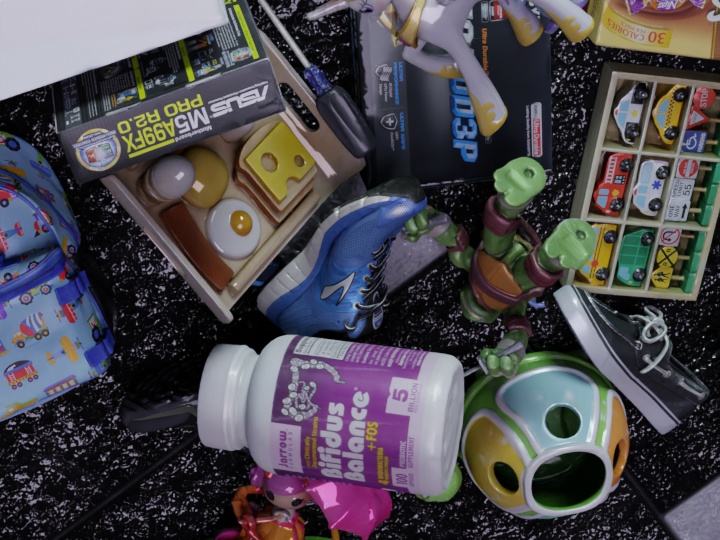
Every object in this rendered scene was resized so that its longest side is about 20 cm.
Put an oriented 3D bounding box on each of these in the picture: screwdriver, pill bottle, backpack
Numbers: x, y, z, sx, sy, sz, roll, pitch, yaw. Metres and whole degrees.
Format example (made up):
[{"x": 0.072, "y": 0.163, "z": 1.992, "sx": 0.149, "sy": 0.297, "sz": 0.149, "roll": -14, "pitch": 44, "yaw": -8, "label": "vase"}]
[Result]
[{"x": -0.052, "y": -0.171, "z": 1.468, "sx": 0.028, "sy": 0.029, "sz": 0.200, "roll": -25, "pitch": 109, "yaw": 47, "label": "screwdriver"}, {"x": -0.024, "y": 0.111, "z": 1.482, "sx": 0.198, "sy": 0.112, "sz": 0.113, "roll": 6, "pitch": 116, "yaw": 12, "label": "pill bottle"}, {"x": -0.298, "y": 0.001, "z": 1.465, "sx": 0.181, "sy": 0.135, "sz": 0.201, "roll": -20, "pitch": 115, "yaw": -2, "label": "backpack"}]

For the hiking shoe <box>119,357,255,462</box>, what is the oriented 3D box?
[{"x": -0.103, "y": 0.128, "z": 1.594, "sx": 0.198, "sy": 0.076, "sz": 0.102, "roll": -8, "pitch": 113, "yaw": -8, "label": "hiking shoe"}]

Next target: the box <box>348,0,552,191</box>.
[{"x": 0.073, "y": -0.168, "z": 1.505, "sx": 0.157, "sy": 0.046, "sz": 0.202, "roll": -7, "pitch": 116, "yaw": -7, "label": "box"}]

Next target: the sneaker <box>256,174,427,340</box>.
[{"x": 0.000, "y": 0.000, "z": 1.505, "sx": 0.089, "sy": 0.078, "sz": 0.200, "roll": 51, "pitch": 133, "yaw": 10, "label": "sneaker"}]

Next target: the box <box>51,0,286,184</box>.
[{"x": -0.147, "y": -0.145, "z": 1.386, "sx": 0.159, "sy": 0.200, "sz": 0.045, "roll": -19, "pitch": 118, "yaw": -2, "label": "box"}]

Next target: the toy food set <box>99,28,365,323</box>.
[{"x": -0.093, "y": -0.075, "z": 1.440, "sx": 0.144, "sy": 0.060, "sz": 0.200, "roll": 50, "pitch": 54, "yaw": -13, "label": "toy food set"}]

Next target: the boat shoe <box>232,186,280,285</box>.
[{"x": -0.129, "y": -0.067, "z": 1.494, "sx": 0.069, "sy": 0.084, "sz": 0.200, "roll": -43, "pitch": 118, "yaw": 9, "label": "boat shoe"}]

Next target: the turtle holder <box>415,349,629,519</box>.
[{"x": 0.145, "y": 0.145, "z": 1.621, "sx": 0.184, "sy": 0.132, "sz": 0.142, "roll": 15, "pitch": 112, "yaw": -18, "label": "turtle holder"}]

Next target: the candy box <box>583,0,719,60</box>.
[{"x": 0.286, "y": -0.232, "z": 1.513, "sx": 0.198, "sy": 0.057, "sz": 0.118, "roll": 6, "pitch": 114, "yaw": -13, "label": "candy box"}]

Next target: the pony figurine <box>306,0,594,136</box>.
[{"x": 0.079, "y": -0.217, "z": 1.390, "sx": 0.199, "sy": 0.167, "sz": 0.193, "roll": 31, "pitch": 112, "yaw": -36, "label": "pony figurine"}]

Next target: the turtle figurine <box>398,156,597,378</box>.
[{"x": 0.091, "y": 0.009, "z": 1.515, "sx": 0.198, "sy": 0.145, "sz": 0.194, "roll": 3, "pitch": 151, "yaw": -21, "label": "turtle figurine"}]

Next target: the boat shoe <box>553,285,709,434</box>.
[{"x": 0.240, "y": 0.067, "z": 1.627, "sx": 0.068, "sy": 0.074, "sz": 0.199, "roll": -37, "pitch": 122, "yaw": 12, "label": "boat shoe"}]

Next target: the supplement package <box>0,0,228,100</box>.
[{"x": -0.215, "y": -0.252, "z": 1.337, "sx": 0.190, "sy": 0.147, "sz": 0.201, "roll": -18, "pitch": 108, "yaw": -2, "label": "supplement package"}]

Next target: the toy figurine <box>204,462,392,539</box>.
[{"x": -0.048, "y": 0.210, "z": 1.596, "sx": 0.198, "sy": 0.150, "sz": 0.185, "roll": 16, "pitch": 126, "yaw": 9, "label": "toy figurine"}]

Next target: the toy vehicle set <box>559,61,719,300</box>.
[{"x": 0.248, "y": -0.073, "z": 1.597, "sx": 0.123, "sy": 0.027, "sz": 0.202, "roll": 3, "pitch": 114, "yaw": -13, "label": "toy vehicle set"}]
